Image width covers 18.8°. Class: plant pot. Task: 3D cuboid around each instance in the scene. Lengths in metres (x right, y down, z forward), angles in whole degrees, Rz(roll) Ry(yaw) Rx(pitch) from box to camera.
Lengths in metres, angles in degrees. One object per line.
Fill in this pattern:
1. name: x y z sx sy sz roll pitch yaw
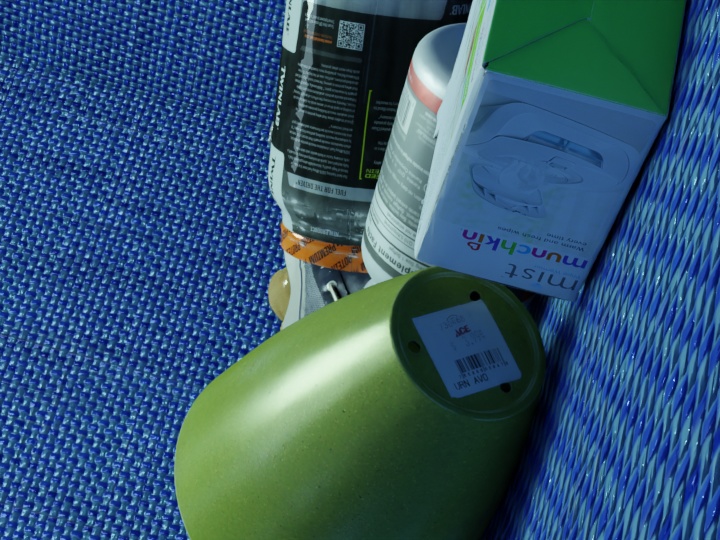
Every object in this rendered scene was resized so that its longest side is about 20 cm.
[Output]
1. plant pot: 0.018 0.085 1.217 0.200 0.187 0.187 -49 21 51

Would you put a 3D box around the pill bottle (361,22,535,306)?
1. pill bottle: 0.066 -0.039 1.324 0.116 0.116 0.200 -77 2 -59

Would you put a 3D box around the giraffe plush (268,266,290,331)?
1. giraffe plush: 0.043 -0.001 1.748 0.200 0.173 0.162 -22 -32 -47

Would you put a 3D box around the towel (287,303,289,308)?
1. towel: -0.058 0.103 1.623 0.200 0.018 0.086 -86 8 -65

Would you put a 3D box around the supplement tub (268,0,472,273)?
1. supplement tub: 0.005 -0.107 1.418 0.123 0.122 0.200 -80 -3 -75

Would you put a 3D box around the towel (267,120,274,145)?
1. towel: 0.033 -0.116 1.656 0.166 0.200 0.086 -77 -27 -84

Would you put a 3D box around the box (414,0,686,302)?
1. box: 0.102 -0.117 1.123 0.177 0.097 0.200 106 178 -57

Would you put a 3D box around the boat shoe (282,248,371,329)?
1. boat shoe: 0.000 0.000 1.539 0.093 0.075 0.200 -31 30 18
